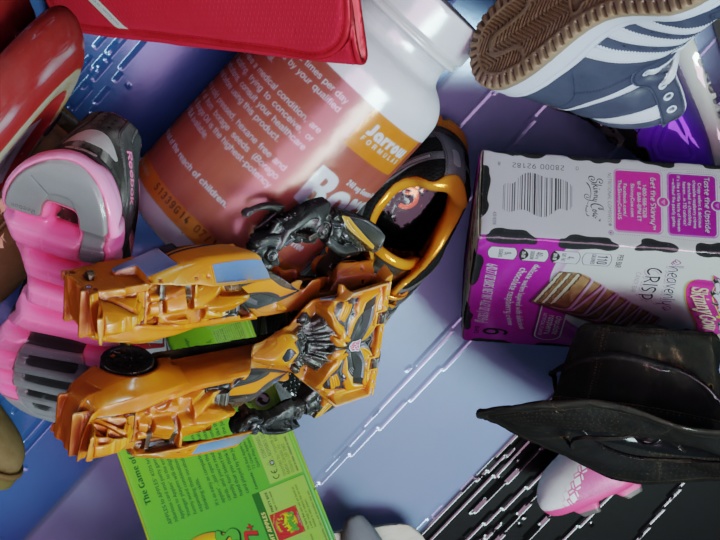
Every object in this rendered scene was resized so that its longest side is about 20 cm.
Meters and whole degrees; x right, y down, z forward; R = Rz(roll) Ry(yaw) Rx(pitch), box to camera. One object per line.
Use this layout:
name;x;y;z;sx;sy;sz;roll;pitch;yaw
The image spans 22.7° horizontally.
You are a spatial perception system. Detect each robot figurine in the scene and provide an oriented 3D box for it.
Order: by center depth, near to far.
robot figurine;-0.064;0.038;0.958;0.199;0.058;0.146;-9;121;-31

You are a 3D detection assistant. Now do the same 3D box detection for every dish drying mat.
dish drying mat;-0.090;-0.153;0.958;0.199;0.018;0.077;10;125;27

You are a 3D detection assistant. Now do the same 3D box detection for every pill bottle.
pill bottle;-0.028;-0.085;1.011;0.112;0.112;0.200;40;101;-21

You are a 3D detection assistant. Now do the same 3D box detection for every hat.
hat;0.167;0.069;1.025;0.199;0.201;0.081;15;75;-14

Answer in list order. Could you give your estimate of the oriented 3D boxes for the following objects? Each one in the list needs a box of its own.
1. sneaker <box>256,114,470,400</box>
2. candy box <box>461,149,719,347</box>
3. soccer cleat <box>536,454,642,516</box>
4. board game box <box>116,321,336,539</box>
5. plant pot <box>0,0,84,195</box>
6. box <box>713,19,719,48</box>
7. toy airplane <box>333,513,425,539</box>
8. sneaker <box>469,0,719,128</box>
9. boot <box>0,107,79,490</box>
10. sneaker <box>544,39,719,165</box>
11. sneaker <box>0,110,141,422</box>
sneaker;0.000;0.000;1.069;0.078;0.077;0.201;25;107;-19
candy box;0.162;-0.006;1.045;0.199;0.061;0.137;3;153;1
soccer cleat;0.186;0.077;1.141;0.199;0.070;0.087;-32;99;0
board game box;-0.086;0.111;1.044;0.101;0.048;0.201;-21;72;-6
plant pot;-0.250;-0.105;0.901;0.182;0.200;0.201;36;102;-5
box;0.259;-0.117;1.065;0.068;0.082;0.201;-22;111;0
toy airplane;-0.068;0.205;1.100;0.199;0.141;0.200;42;82;-31
sneaker;0.163;-0.135;0.937;0.108;0.071;0.199;17;151;-40
boot;-0.208;0.010;1.045;0.200;0.066;0.175;-46;112;7
sneaker;0.155;-0.108;1.063;0.099;0.070;0.201;-18;109;6
sneaker;-0.153;-0.001;0.991;0.079;0.096;0.201;17;129;1
